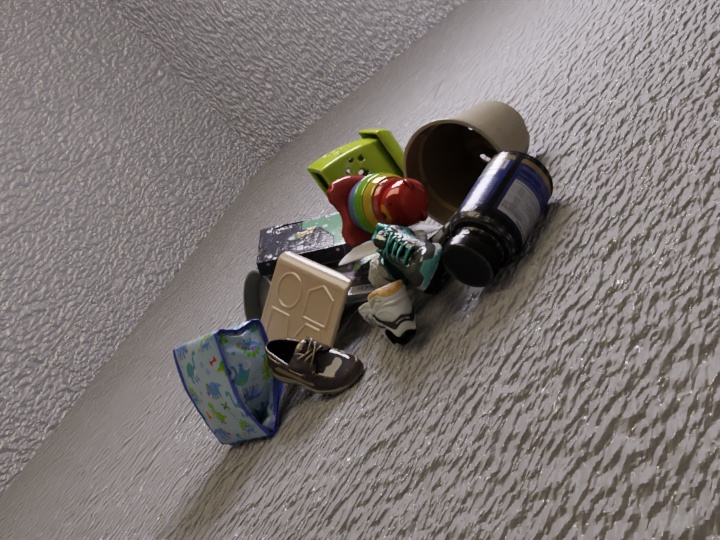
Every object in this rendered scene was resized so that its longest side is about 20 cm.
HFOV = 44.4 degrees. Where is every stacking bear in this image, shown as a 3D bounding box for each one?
[{"bbox_3d":[0.044,-0.111,1.484,0.113,0.123,0.199,-26,13,-23],"label":"stacking bear"}]

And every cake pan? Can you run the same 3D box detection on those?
[{"bbox_3d":[-0.175,0.093,1.743,0.036,0.203,0.200,-14,0,-28],"label":"cake pan"}]

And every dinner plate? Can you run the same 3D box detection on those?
[{"bbox_3d":[0.051,-0.051,1.574,0.198,0.025,0.200,-19,1,0],"label":"dinner plate"}]

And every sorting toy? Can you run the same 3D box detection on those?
[{"bbox_3d":[-0.104,0.085,1.574,0.184,0.036,0.202,22,94,40],"label":"sorting toy"}]

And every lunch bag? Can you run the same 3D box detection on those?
[{"bbox_3d":[-0.225,0.205,1.570,0.126,0.203,0.169,-14,-6,-40],"label":"lunch bag"}]

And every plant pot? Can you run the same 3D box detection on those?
[{"bbox_3d":[0.018,-0.200,1.949,0.181,0.200,0.200,-39,15,-5],"label":"plant pot"},{"bbox_3d":[0.200,-0.200,1.523,0.200,0.201,0.184,-29,11,43],"label":"plant pot"}]

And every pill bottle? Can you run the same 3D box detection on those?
[{"bbox_3d":[0.200,-0.076,1.312,0.111,0.112,0.201,-21,28,55],"label":"pill bottle"}]

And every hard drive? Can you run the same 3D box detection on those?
[{"bbox_3d":[-0.101,-0.054,1.718,0.197,0.038,0.140,-13,30,4],"label":"hard drive"}]

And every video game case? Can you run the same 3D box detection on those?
[{"bbox_3d":[0.000,0.000,1.654,0.179,0.024,0.201,-10,28,17],"label":"video game case"}]

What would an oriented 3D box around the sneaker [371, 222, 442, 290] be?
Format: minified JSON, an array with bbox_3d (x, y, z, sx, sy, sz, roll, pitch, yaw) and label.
[{"bbox_3d":[0.063,-0.028,1.342,0.200,0.090,0.078,-129,60,-75],"label":"sneaker"}]

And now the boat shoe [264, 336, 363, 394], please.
[{"bbox_3d":[-0.086,0.152,1.457,0.198,0.074,0.075,-1,47,38],"label":"boat shoe"}]

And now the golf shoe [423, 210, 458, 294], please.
[{"bbox_3d":[0.153,-0.055,1.446,0.200,0.078,0.095,-42,16,6],"label":"golf shoe"}]

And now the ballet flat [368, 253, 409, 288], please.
[{"bbox_3d":[0.050,0.005,1.479,0.072,0.072,0.200,-39,-8,19],"label":"ballet flat"}]

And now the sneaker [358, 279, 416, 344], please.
[{"bbox_3d":[0.046,0.079,1.391,0.075,0.089,0.200,-24,-8,-4],"label":"sneaker"}]

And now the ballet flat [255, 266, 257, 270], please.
[{"bbox_3d":[-0.156,0.018,1.784,0.199,0.073,0.073,-7,40,53],"label":"ballet flat"}]
